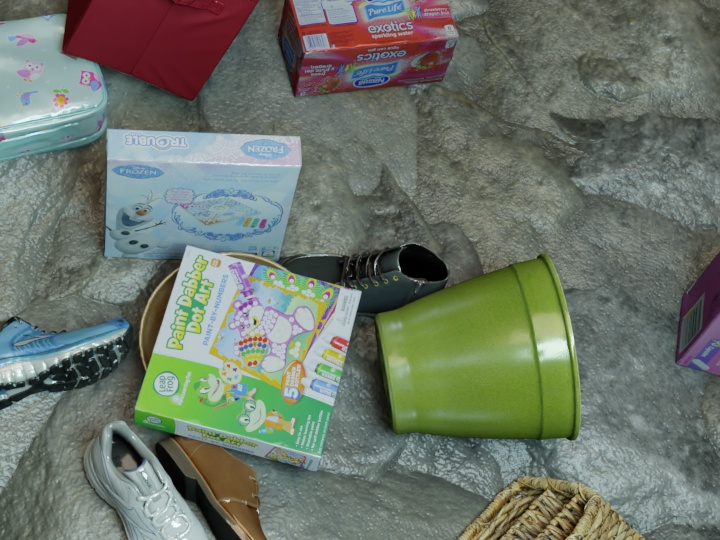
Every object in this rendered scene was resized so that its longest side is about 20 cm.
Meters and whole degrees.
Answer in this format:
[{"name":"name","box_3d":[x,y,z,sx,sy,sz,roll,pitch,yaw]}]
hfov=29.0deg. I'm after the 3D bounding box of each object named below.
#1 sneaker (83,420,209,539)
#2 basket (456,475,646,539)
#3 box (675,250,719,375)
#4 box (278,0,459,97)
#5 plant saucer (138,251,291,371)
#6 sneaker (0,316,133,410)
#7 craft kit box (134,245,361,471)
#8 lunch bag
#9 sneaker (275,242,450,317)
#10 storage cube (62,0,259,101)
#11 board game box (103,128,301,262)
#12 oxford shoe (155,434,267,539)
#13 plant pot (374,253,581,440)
[{"name":"sneaker","box_3d":[-0.210,0.236,1.386,0.074,0.087,0.200,-34,74,-27]},{"name":"basket","box_3d":[0.168,0.295,1.395,0.200,0.143,0.149,-39,75,-26]},{"name":"box","box_3d":[0.483,0.055,1.569,0.199,0.176,0.097,15,60,-3]},{"name":"box","box_3d":[0.008,-0.287,1.708,0.199,0.096,0.100,-9,64,-16]},{"name":"plant saucer","box_3d":[-0.139,0.078,1.508,0.199,0.035,0.201,3,66,-7]},{"name":"sneaker","box_3d":[-0.336,0.078,1.455,0.199,0.078,0.090,-14,62,-18]},{"name":"craft kit box","box_3d":[-0.115,0.089,1.456,0.197,0.049,0.201,13,60,0]},{"name":"lunch bag","box_3d":[-0.396,-0.203,1.595,0.199,0.077,0.161,-15,67,-18]},{"name":"sneaker","box_3d":[0.000,0.000,1.542,0.199,0.106,0.075,8,60,-3]},{"name":"storage cube","box_3d":[-0.226,-0.338,1.603,0.170,0.180,0.201,18,45,-25]},{"name":"board game box","box_3d":[-0.174,-0.077,1.499,0.199,0.199,0.044,2,61,-11]},{"name":"oxford shoe","box_3d":[-0.125,0.236,1.414,0.071,0.071,0.200,-28,69,-27]},{"name":"plant pot","box_3d":[0.117,0.095,1.482,0.192,0.201,0.201,-8,63,-2]}]
